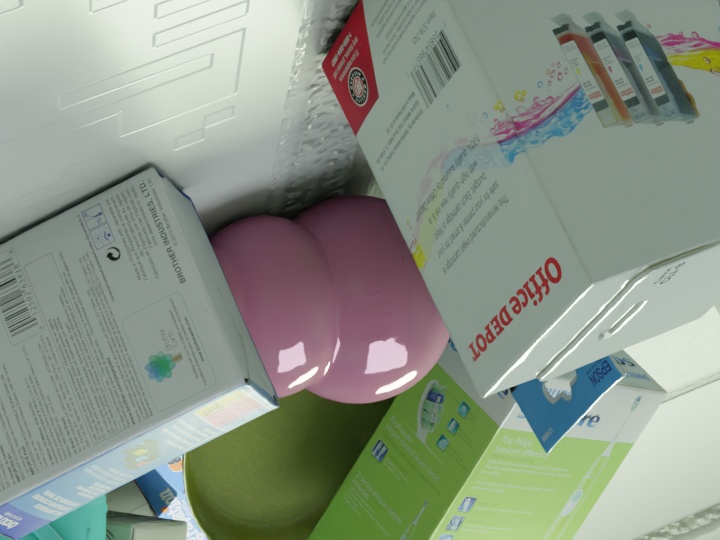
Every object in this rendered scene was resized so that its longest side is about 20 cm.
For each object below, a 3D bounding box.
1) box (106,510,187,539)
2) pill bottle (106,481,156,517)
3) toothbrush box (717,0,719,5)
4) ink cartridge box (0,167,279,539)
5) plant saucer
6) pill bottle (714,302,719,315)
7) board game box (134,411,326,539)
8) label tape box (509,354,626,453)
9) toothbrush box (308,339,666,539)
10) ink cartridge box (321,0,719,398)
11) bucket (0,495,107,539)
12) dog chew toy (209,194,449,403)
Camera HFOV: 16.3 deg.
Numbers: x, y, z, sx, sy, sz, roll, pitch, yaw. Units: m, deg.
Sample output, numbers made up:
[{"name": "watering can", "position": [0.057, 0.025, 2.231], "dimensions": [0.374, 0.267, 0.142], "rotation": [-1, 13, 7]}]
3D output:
[{"name": "box", "position": [-0.220, 0.186, 1.653], "dimensions": [0.200, 0.069, 0.082], "rotation": [5, 178, 23]}, {"name": "pill bottle", "position": [-0.152, 0.154, 1.746], "dimensions": [0.200, 0.114, 0.113], "rotation": [-26, 165, 5]}, {"name": "toothbrush box", "position": [0.229, -0.156, 1.352], "dimensions": [0.200, 0.086, 0.146], "rotation": [-12, 161, -42]}, {"name": "ink cartridge box", "position": [-0.163, 0.052, 1.342], "dimensions": [0.200, 0.137, 0.076], "rotation": [-26, 160, 5]}, {"name": "plant saucer", "position": [-0.037, 0.096, 1.629], "dimensions": [0.200, 0.031, 0.200], "rotation": [-18, 123, -30]}, {"name": "pill bottle", "position": [0.350, -0.042, 1.879], "dimensions": [0.200, 0.111, 0.111], "rotation": [-24, 165, -4]}, {"name": "board game box", "position": [-0.104, 0.111, 1.641], "dimensions": [0.103, 0.019, 0.200], "rotation": [-26, 128, 0]}, {"name": "label tape box", "position": [0.103, -0.016, 1.408], "dimensions": [0.066, 0.200, 0.143], "rotation": [-22, 165, -20]}, {"name": "toothbrush box", "position": [0.082, 0.128, 1.629], "dimensions": [0.145, 0.086, 0.200], "rotation": [9, 119, -47]}, {"name": "ink cartridge box", "position": [0.099, -0.067, 1.230], "dimensions": [0.144, 0.200, 0.145], "rotation": [-17, 163, -26]}, {"name": "bucket", "position": [-0.244, 0.177, 1.514], "dimensions": [0.207, 0.135, 0.207], "rotation": [-4, 178, 0]}, {"name": "dog chew toy", "position": [-0.045, 0.020, 1.468], "dimensions": [0.200, 0.125, 0.125], "rotation": [-4, 156, -31]}]
